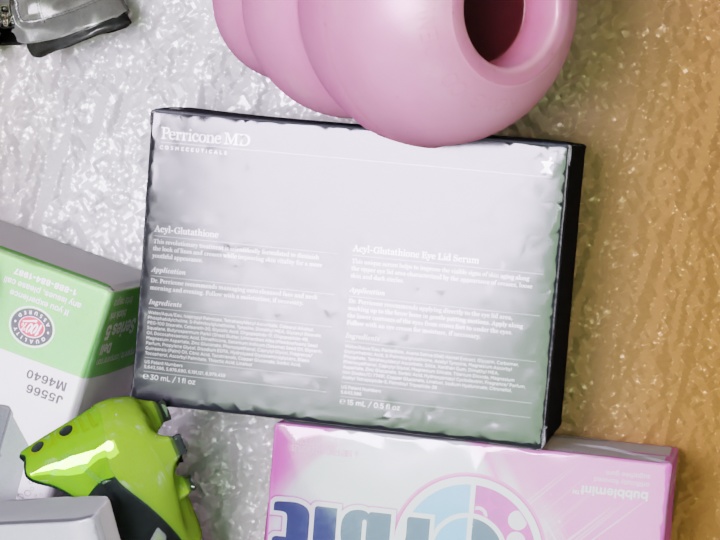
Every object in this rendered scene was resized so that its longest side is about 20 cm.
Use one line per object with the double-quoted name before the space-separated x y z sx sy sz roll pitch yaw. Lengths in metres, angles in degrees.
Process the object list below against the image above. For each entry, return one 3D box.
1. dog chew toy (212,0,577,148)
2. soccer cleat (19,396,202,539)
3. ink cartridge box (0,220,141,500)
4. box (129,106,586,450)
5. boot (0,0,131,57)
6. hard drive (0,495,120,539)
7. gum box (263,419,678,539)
"dog chew toy" 0.004 -0.122 0.973 0.200 0.124 0.125 13 98 53
"soccer cleat" -0.105 0.149 1.026 0.081 0.068 0.201 -21 119 -9
"ink cartridge box" -0.201 0.078 1.062 0.145 0.084 0.201 19 97 10
"box" 0.000 0.000 1.021 0.199 0.079 0.142 6 97 11
"boot" -0.129 -0.178 1.050 0.199 0.068 0.131 -11 96 19
"hard drive" -0.154 0.202 0.997 0.131 0.027 0.201 -5 109 21
"gum box" 0.047 0.134 1.025 0.199 0.066 0.114 5 93 11
